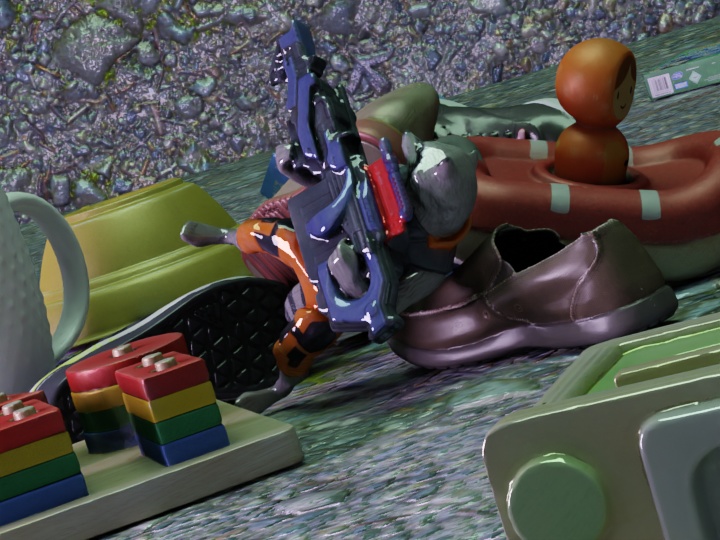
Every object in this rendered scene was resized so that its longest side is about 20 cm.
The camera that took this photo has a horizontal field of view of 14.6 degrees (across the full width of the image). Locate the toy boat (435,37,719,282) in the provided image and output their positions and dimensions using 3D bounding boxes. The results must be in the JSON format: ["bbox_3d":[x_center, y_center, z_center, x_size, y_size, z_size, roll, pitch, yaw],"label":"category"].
[{"bbox_3d":[0.137,-0.070,1.636,0.199,0.131,0.131,3,18,-6],"label":"toy boat"}]

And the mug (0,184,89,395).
[{"bbox_3d":[-0.248,0.025,1.748,0.147,0.176,0.200,-10,16,46],"label":"mug"}]

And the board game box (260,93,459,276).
[{"bbox_3d":[0.050,-0.050,1.875,0.151,0.037,0.200,34,32,22],"label":"board game box"}]

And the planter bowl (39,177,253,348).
[{"bbox_3d":[-0.152,-0.011,1.921,0.200,0.084,0.200,-19,5,2],"label":"planter bowl"}]

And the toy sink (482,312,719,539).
[{"bbox_3d":[0.116,0.072,0.792,0.130,0.112,0.200,-15,7,20],"label":"toy sink"}]

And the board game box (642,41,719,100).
[{"bbox_3d":[0.391,-0.215,2.750,0.199,0.029,0.135,-14,7,28],"label":"board game box"}]

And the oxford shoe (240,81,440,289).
[{"bbox_3d":[-0.006,-0.044,1.681,0.075,0.070,0.200,-51,7,-36],"label":"oxford shoe"}]

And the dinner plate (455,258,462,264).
[{"bbox_3d":[0.119,-0.024,1.762,0.199,0.024,0.200,-1,16,0],"label":"dinner plate"}]

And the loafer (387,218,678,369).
[{"bbox_3d":[0.090,0.007,1.552,0.200,0.071,0.073,-11,9,44],"label":"loafer"}]

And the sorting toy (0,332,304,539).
[{"bbox_3d":[-0.155,0.092,1.490,0.199,0.070,0.199,-19,7,-15],"label":"sorting toy"}]

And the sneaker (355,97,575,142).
[{"bbox_3d":[0.066,-0.067,1.764,0.099,0.071,0.200,-19,19,-39],"label":"sneaker"}]

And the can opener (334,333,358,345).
[{"bbox_3d":[0.000,0.000,1.837,0.053,0.067,0.200,-14,14,22],"label":"can opener"}]

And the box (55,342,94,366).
[{"bbox_3d":[-0.118,0.048,1.867,0.200,0.039,0.137,-24,8,-42],"label":"box"}]

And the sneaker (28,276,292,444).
[{"bbox_3d":[-0.125,0.056,1.694,0.199,0.072,0.083,-20,5,-26],"label":"sneaker"}]

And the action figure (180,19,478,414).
[{"bbox_3d":[-0.011,-0.032,1.577,0.193,0.201,0.104,-27,-28,37],"label":"action figure"}]
